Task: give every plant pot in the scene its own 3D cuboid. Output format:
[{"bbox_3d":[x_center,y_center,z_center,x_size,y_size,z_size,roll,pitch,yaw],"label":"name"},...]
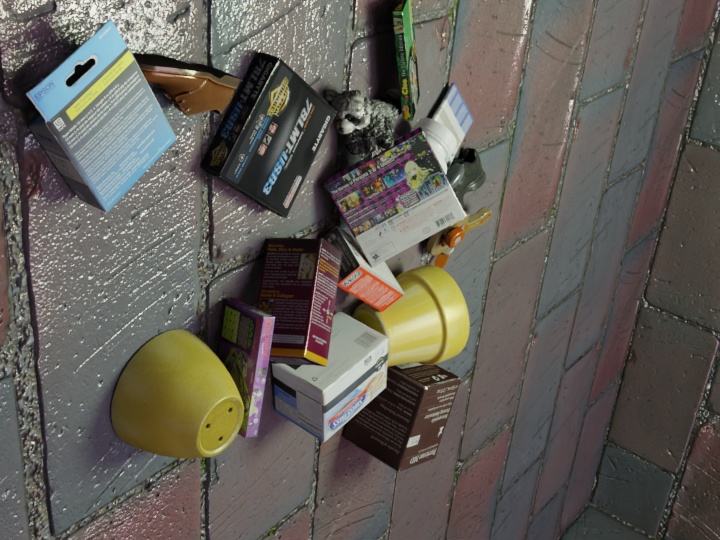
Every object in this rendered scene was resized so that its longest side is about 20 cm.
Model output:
[{"bbox_3d":[-0.267,0.213,1.468,0.199,0.141,0.202,-35,137,-40],"label":"plant pot"},{"bbox_3d":[0.090,0.108,1.921,0.187,0.200,0.203,-17,126,-32],"label":"plant pot"}]

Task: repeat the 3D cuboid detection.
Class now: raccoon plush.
[{"bbox_3d":[0.003,-0.293,1.635,0.201,0.096,0.135,-78,150,-46],"label":"raccoon plush"}]

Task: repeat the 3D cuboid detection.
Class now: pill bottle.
[{"bbox_3d":[0.094,-0.184,1.778,0.201,0.119,0.120,-56,148,-16],"label":"pill bottle"}]

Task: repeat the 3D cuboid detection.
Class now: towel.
[{"bbox_3d":[0.162,-0.263,1.921,0.202,0.024,0.147,-61,149,-10],"label":"towel"}]

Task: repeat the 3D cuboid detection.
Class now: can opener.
[{"bbox_3d":[0.123,-0.146,1.873,0.200,0.066,0.053,-49,148,3],"label":"can opener"}]

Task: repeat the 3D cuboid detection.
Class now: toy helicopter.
[{"bbox_3d":[0.219,-0.085,2.076,0.199,0.079,0.133,-27,150,-36],"label":"toy helicopter"}]

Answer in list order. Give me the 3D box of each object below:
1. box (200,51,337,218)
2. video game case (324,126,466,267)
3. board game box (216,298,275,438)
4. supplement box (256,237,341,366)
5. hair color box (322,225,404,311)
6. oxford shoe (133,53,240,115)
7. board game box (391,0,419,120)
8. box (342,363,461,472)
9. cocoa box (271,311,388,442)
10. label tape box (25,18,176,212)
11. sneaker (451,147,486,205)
[{"bbox_3d":[-0.137,-0.207,1.475,0.202,0.049,0.198,-63,148,-3],"label":"box"},{"bbox_3d":[0.063,-0.128,1.671,0.198,0.036,0.182,-29,113,8],"label":"video game case"},{"bbox_3d":[-0.196,0.158,1.535,0.032,0.120,0.203,3,102,-38],"label":"board game box"},{"bbox_3d":[-0.107,0.053,1.577,0.086,0.109,0.203,34,61,-60],"label":"supplement box"},{"bbox_3d":[0.000,0.000,1.764,0.061,0.102,0.200,-37,150,11],"label":"hair color box"},{"bbox_3d":[-0.239,-0.247,1.272,0.199,0.071,0.072,2,114,-59],"label":"oxford shoe"},{"bbox_3d":[0.082,-0.380,1.662,0.105,0.023,0.202,-68,156,-52],"label":"board game box"},{"bbox_3d":[0.092,0.301,2.060,0.165,0.163,0.202,-3,113,-56],"label":"box"},{"bbox_3d":[-0.055,0.200,1.794,0.199,0.132,0.133,-36,139,-39],"label":"cocoa box"},{"bbox_3d":[-0.330,-0.195,1.169,0.144,0.066,0.201,-52,144,-23],"label":"label tape box"},{"bbox_3d":[0.197,-0.187,1.995,0.200,0.075,0.092,-52,141,-38],"label":"sneaker"}]
